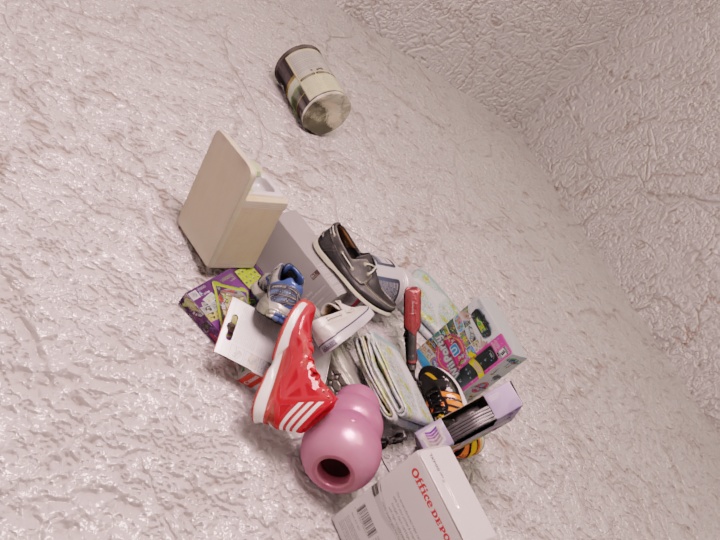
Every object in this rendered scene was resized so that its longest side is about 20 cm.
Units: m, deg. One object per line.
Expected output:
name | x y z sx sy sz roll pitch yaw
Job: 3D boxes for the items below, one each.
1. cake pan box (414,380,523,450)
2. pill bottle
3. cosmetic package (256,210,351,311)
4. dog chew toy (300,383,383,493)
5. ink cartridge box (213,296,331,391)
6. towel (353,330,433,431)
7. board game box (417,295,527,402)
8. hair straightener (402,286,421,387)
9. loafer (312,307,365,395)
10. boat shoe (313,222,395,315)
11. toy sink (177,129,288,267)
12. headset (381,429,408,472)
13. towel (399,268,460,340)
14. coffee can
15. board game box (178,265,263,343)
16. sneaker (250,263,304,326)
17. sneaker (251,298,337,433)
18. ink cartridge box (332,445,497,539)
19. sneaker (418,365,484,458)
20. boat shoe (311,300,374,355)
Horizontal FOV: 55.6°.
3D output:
cake pan box | 0.183 0.267 1.180 0.053 0.183 0.200 59 -6 20
pill bottle | 0.019 0.028 1.420 0.199 0.120 0.120 11 43 -48
cosmetic package | -0.114 -0.006 1.298 0.200 0.107 0.090 49 27 8
dog chew toy | -0.019 0.251 1.072 0.124 0.125 0.200 41 26 -8
ink cartridge box | -0.146 0.138 1.097 0.199 0.050 0.110 32 48 -23
towel | 0.060 0.208 1.250 0.172 0.048 0.200 65 12 26
board game box | 0.225 0.174 1.422 0.064 0.200 0.148 14 40 -44
hair straightener | 0.110 0.138 1.399 0.077 0.040 0.202 88 -2 -79
loafer | -0.054 0.149 1.223 0.070 0.070 0.201 0 59 -60
boat shoe | 0.000 0.000 1.268 0.200 0.068 0.072 49 19 -2
toy sink | -0.212 -0.122 1.186 0.111 0.201 0.130 -1 40 -47
headset | 0.089 0.354 1.114 0.201 0.094 0.124 55 27 -6
towel | 0.174 0.099 1.616 0.200 0.048 0.171 46 27 0
coffee can | -0.132 -0.496 1.873 0.146 0.146 0.201 7 46 -50
board game box | -0.208 0.057 1.169 0.120 0.032 0.200 45 28 4
sneaker | -0.128 0.029 1.144 0.077 0.086 0.200 32 4 -19
sneaker | -0.077 0.149 1.025 0.115 0.078 0.202 18 71 6
ink cartridge box | 0.073 0.363 0.965 0.084 0.200 0.147 8 46 -49
sneaker | 0.167 0.276 1.348 0.090 0.070 0.201 3 51 -56
boat shoe | -0.036 0.083 1.177 0.070 0.071 0.200 54 23 2
